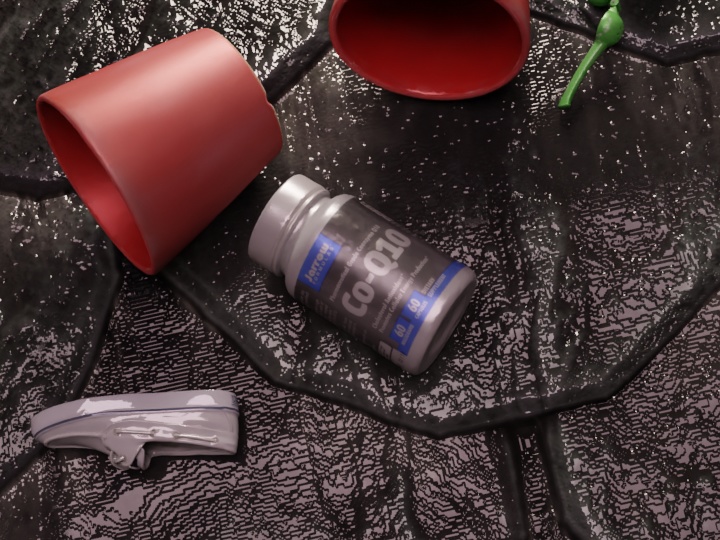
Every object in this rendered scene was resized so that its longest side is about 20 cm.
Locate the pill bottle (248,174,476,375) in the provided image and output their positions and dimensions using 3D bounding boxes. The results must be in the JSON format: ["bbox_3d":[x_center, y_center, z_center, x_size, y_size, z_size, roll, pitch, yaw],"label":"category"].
[{"bbox_3d":[0.000,0.000,1.357,0.199,0.114,0.114,32,79,12],"label":"pill bottle"}]

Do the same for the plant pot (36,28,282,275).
[{"bbox_3d":[-0.183,-0.126,1.375,0.177,0.201,0.201,-35,74,-17],"label":"plant pot"}]

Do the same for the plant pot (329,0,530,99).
[{"bbox_3d":[0.078,-0.295,1.395,0.198,0.201,0.179,7,64,6],"label":"plant pot"}]

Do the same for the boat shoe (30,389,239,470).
[{"bbox_3d":[-0.212,0.155,1.350,0.197,0.074,0.066,-7,69,4],"label":"boat shoe"}]

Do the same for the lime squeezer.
[{"bbox_3d":[0.232,-0.263,1.461,0.070,0.038,0.203,-12,72,34],"label":"lime squeezer"}]
